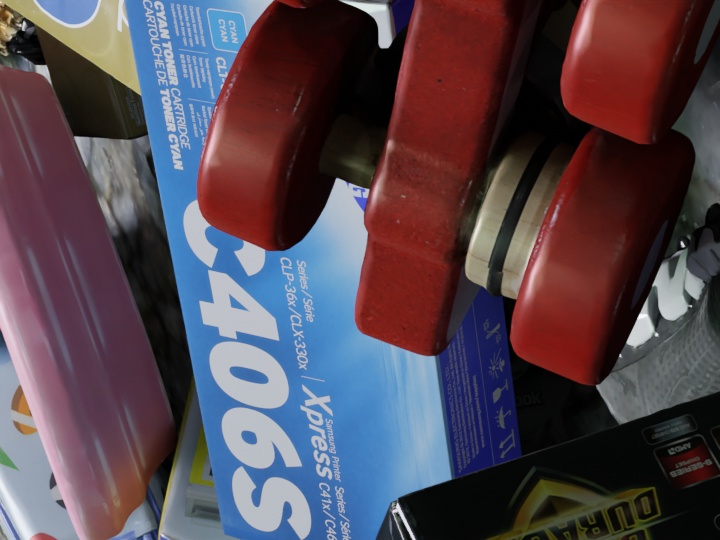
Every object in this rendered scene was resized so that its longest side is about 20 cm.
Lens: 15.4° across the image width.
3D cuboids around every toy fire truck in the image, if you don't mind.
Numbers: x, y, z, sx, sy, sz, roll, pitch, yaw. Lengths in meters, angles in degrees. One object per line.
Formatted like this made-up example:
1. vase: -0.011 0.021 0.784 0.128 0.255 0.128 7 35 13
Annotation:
1. toy fire truck: 0.045 -0.081 0.661 0.112 0.168 0.200 22 139 12

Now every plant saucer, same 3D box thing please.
1. plant saucer: -0.118 0.004 1.018 0.201 0.051 0.201 160 90 -82

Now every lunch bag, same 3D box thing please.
1. lunch bag: -0.133 0.076 1.224 0.160 0.075 0.201 57 -170 -82

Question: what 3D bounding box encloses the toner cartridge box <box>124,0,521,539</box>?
1. toner cartridge box: -0.008 -0.002 0.801 0.095 0.043 0.201 10 123 30

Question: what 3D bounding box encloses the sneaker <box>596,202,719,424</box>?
1. sneaker: 0.117 0.022 0.695 0.091 0.066 0.200 64 159 4

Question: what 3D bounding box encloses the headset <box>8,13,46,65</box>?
1. headset: -0.142 -0.175 1.107 0.124 0.094 0.201 120 141 -60

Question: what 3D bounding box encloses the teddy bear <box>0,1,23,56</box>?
1. teddy bear: -0.219 -0.178 1.244 0.145 0.067 0.201 6 115 61

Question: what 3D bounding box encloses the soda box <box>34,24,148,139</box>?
1. soda box: -0.102 -0.153 1.018 0.068 0.064 0.201 8 116 63

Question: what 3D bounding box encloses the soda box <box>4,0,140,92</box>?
1. soda box: -0.056 -0.101 0.887 0.200 0.064 0.068 34 135 32

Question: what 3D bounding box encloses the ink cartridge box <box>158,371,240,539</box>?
1. ink cartridge box: -0.058 0.131 1.045 0.198 0.047 0.200 98 -176 -46

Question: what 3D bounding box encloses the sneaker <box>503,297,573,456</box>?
1. sneaker: 0.000 0.000 0.919 0.200 0.076 0.091 58 162 31

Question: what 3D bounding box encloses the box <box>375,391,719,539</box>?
1. box: 0.087 0.079 0.632 0.046 0.199 0.159 63 156 25
